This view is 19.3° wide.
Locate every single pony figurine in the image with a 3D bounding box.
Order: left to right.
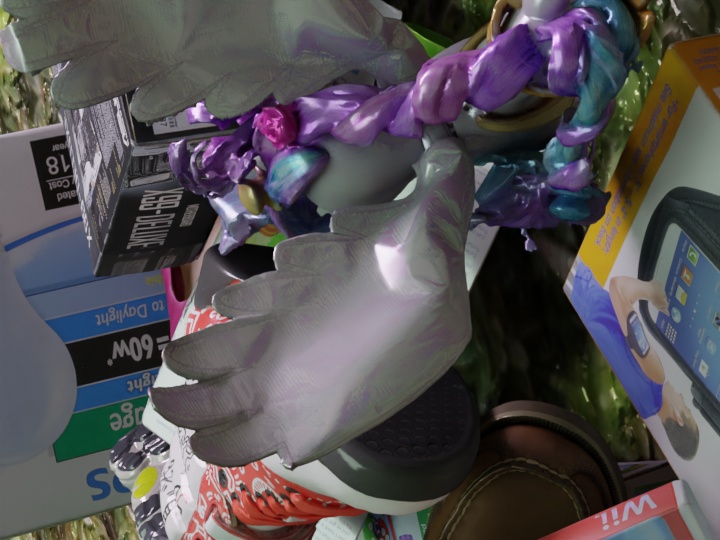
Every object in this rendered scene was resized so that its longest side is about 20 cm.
[{"bbox_3d":[0.003,-0.042,0.660,0.200,0.192,0.168,137,109,-82],"label":"pony figurine"}]

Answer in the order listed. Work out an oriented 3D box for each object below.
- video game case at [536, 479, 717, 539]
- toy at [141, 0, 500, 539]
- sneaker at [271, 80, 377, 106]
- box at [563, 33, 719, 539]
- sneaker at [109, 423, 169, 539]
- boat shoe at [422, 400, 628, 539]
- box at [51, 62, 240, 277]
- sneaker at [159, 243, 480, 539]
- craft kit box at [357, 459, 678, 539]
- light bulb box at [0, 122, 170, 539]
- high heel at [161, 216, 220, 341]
[{"bbox_3d":[0.042,0.161,0.684,0.144,0.199,0.017,59,-167,-25],"label":"video game case"},{"bbox_3d":[0.000,0.000,0.831,0.115,0.047,0.201,33,109,31],"label":"toy"},{"bbox_3d":[-0.043,-0.067,0.928,0.200,0.070,0.099,-27,75,63],"label":"sneaker"},{"bbox_3d":[0.137,0.039,0.642,0.201,0.041,0.119,63,151,33],"label":"box"},{"bbox_3d":[-0.064,0.106,0.944,0.080,0.077,0.200,62,-175,-20],"label":"sneaker"},{"bbox_3d":[0.043,0.138,0.717,0.068,0.071,0.201,-61,-16,-54],"label":"boat shoe"},{"bbox_3d":[-0.098,-0.116,0.857,0.158,0.049,0.202,123,135,-68],"label":"box"},{"bbox_3d":[-0.019,0.071,0.738,0.201,0.067,0.109,-137,56,-62],"label":"sneaker"},{"bbox_3d":[0.059,0.176,0.811,0.197,0.048,0.202,-8,94,53],"label":"craft kit box"},{"bbox_3d":[-0.180,0.033,1.115,0.125,0.197,0.202,-11,92,67],"label":"light bulb box"},{"bbox_3d":[-0.066,-0.015,0.976,0.200,0.067,0.097,-107,-1,-81],"label":"high heel"}]
